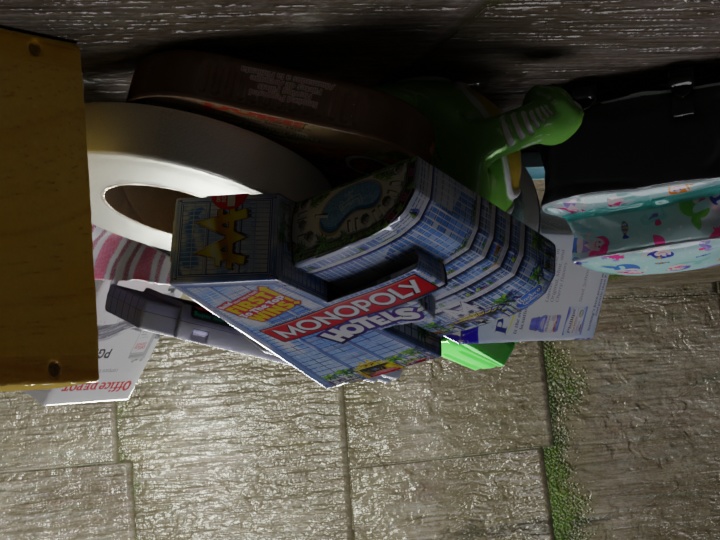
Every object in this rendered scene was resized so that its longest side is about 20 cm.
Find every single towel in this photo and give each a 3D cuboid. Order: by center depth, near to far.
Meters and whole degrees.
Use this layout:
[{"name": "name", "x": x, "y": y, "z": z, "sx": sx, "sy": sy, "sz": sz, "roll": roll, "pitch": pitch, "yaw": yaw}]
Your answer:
[{"name": "towel", "x": -0.181, "y": -0.043, "z": 1.189, "sx": 0.146, "sy": 0.030, "sz": 0.200, "roll": -50, "pitch": 153, "yaw": 23}]

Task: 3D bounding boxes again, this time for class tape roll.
[{"name": "tape roll", "x": -0.118, "y": -0.054, "z": 0.926, "sx": 0.202, "sy": 0.037, "sz": 0.203, "roll": 11, "pitch": 163, "yaw": 4}]

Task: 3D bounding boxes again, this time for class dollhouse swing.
[{"name": "dollhouse swing", "x": -0.254, "y": -0.026, "z": 0.818, "sx": 0.175, "sy": 0.201, "sz": 0.181, "roll": -8, "pitch": 174, "yaw": 36}]

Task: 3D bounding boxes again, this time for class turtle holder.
[{"name": "turtle holder", "x": 0.055, "y": -0.083, "z": 0.983, "sx": 0.132, "sy": 0.141, "sz": 0.186, "roll": -21, "pitch": 149, "yaw": -52}]

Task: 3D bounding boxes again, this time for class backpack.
[{"name": "backpack", "x": 0.242, "y": -0.074, "z": 1.101, "sx": 0.177, "sy": 0.151, "sz": 0.200, "roll": -8, "pitch": 178, "yaw": 20}]

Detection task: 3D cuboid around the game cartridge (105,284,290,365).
[{"name": "game cartridge", "x": -0.114, "y": 0.051, "z": 1.216, "sx": 0.199, "sy": 0.039, "sz": 0.130, "roll": 15, "pitch": 175, "yaw": -25}]

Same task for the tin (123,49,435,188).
[{"name": "tin", "x": -0.050, "y": -0.092, "z": 0.876, "sx": 0.199, "sy": 0.042, "sz": 0.112, "roll": 13, "pitch": 168, "yaw": -1}]

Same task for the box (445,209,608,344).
[{"name": "box", "x": 0.100, "y": -0.012, "z": 1.265, "sx": 0.200, "sy": 0.105, "sz": 0.184, "roll": 2, "pitch": -165, "yaw": -45}]

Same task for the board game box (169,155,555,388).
[{"name": "board game box", "x": -0.012, "y": 0.001, "z": 0.874, "sx": 0.200, "sy": 0.062, "sz": 0.200, "roll": -19, "pitch": 149, "yaw": 37}]

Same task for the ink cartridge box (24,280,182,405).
[{"name": "ink cartridge box", "x": -0.247, "y": 0.025, "z": 1.323, "sx": 0.083, "sy": 0.200, "sz": 0.146, "roll": 32, "pitch": -169, "yaw": 23}]

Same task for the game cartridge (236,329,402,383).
[{"name": "game cartridge", "x": -0.051, "y": 0.038, "z": 1.151, "sx": 0.133, "sy": 0.042, "sz": 0.200, "roll": 21, "pitch": -173, "yaw": -19}]

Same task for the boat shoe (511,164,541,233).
[{"name": "boat shoe", "x": 0.113, "y": -0.056, "z": 1.093, "sx": 0.067, "sy": 0.074, "sz": 0.200, "roll": 33, "pitch": -160, "yaw": -26}]

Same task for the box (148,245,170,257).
[{"name": "box", "x": -0.110, "y": -0.062, "z": 1.093, "sx": 0.160, "sy": 0.044, "sz": 0.200, "roll": -15, "pitch": 160, "yaw": 19}]

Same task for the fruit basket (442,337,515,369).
[{"name": "fruit basket", "x": 0.128, "y": 0.010, "z": 1.820, "sx": 0.215, "sy": 0.216, "sz": 0.155, "roll": -3, "pitch": 174, "yaw": -21}]

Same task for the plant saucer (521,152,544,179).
[{"name": "plant saucer", "x": 0.116, "y": -0.100, "z": 1.334, "sx": 0.199, "sy": 0.019, "sz": 0.070, "roll": -2, "pitch": 174, "yaw": -15}]
